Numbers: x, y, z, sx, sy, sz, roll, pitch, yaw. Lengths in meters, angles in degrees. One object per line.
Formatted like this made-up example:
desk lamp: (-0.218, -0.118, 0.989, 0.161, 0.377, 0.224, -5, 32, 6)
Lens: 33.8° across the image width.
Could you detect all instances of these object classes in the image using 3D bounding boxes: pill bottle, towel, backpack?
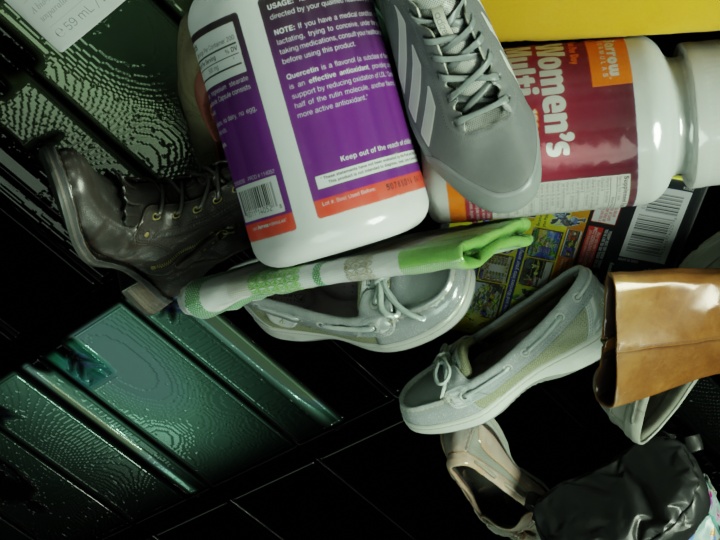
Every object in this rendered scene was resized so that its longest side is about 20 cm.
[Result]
pill bottle: (0.138, -0.093, 0.763, 0.197, 0.110, 0.110, -5, 132, 6)
towel: (0.000, 0.000, 0.771, 0.198, 0.149, 0.031, -8, 96, 27)
pill bottle: (-0.035, -0.110, 0.708, 0.111, 0.112, 0.202, -14, 93, 23)
backpack: (0.255, 0.252, 1.048, 0.166, 0.127, 0.200, -24, 132, 14)

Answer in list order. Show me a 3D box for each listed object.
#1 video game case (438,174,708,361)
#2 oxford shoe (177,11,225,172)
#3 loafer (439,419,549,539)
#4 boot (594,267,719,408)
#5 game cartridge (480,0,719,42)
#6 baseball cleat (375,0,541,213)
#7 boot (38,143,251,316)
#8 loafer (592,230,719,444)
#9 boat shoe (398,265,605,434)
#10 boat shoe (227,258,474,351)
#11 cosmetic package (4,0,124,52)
video game case: (0.147, -0.015, 0.900, 0.178, 0.026, 0.201, 10, 135, 2)
oxford shoe: (-0.091, -0.103, 0.851, 0.070, 0.075, 0.201, -24, 150, -18)
loafer: (0.125, 0.208, 1.084, 0.071, 0.063, 0.201, -18, 127, 26)
boot: (0.251, -0.006, 0.796, 0.198, 0.069, 0.190, -6, 124, -15)
game cartridge: (0.146, -0.218, 0.687, 0.198, 0.033, 0.178, 0, 133, 14)
baseball cleat: (0.045, -0.129, 0.669, 0.069, 0.202, 0.106, -26, 170, 2)
boot: (-0.102, -0.057, 0.785, 0.173, 0.070, 0.200, -28, 153, 1)
loafer: (0.252, 0.046, 0.883, 0.069, 0.070, 0.201, 8, 128, -33)
boat shoe: (0.107, 0.062, 0.917, 0.201, 0.075, 0.065, -29, 117, 29)
boat shoe: (-0.010, 0.014, 0.894, 0.200, 0.075, 0.065, 0, 156, 34)
cosmetic package: (-0.163, -0.269, 0.659, 0.198, 0.124, 0.200, -29, 120, 32)
